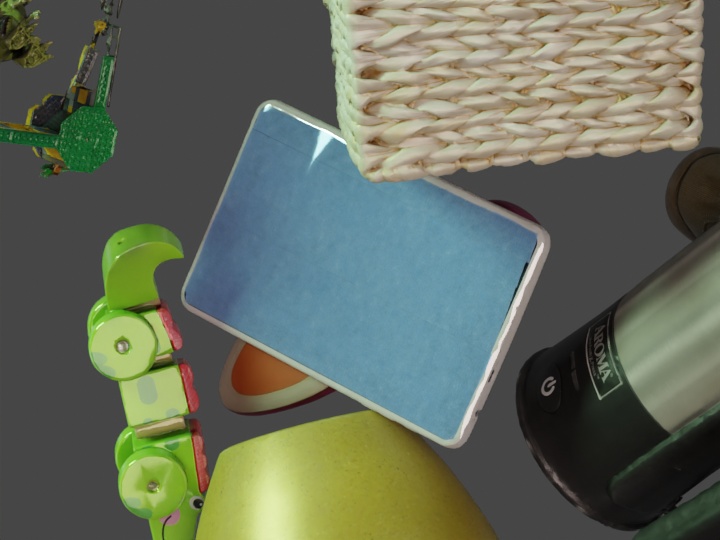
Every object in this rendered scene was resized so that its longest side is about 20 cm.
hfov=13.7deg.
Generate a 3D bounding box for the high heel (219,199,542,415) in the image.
[{"bbox_3d":[0.015,0.028,1.691,0.200,0.096,0.068,-31,70,22],"label":"high heel"}]

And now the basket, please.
[{"bbox_3d":[0.078,-0.148,1.583,0.197,0.200,0.161,-6,103,-3],"label":"basket"}]

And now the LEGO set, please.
[{"bbox_3d":[-0.202,-0.151,1.623,0.153,0.116,0.201,-5,106,-34],"label":"LEGO set"}]

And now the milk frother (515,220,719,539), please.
[{"bbox_3d":[0.226,0.078,1.644,0.188,0.200,0.181,-39,58,37],"label":"milk frother"}]

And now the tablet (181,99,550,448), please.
[{"bbox_3d":[0.000,0.000,1.639,0.200,0.014,0.131,27,97,29],"label":"tablet"}]

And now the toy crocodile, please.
[{"bbox_3d":[-0.114,0.074,1.672,0.062,0.068,0.201,-11,101,-3],"label":"toy crocodile"}]

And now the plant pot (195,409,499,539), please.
[{"bbox_3d":[-0.014,0.157,1.648,0.199,0.200,0.142,-15,82,-2],"label":"plant pot"}]

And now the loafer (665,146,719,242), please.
[{"bbox_3d":[0.263,0.001,1.691,0.200,0.067,0.076,28,97,-9],"label":"loafer"}]
